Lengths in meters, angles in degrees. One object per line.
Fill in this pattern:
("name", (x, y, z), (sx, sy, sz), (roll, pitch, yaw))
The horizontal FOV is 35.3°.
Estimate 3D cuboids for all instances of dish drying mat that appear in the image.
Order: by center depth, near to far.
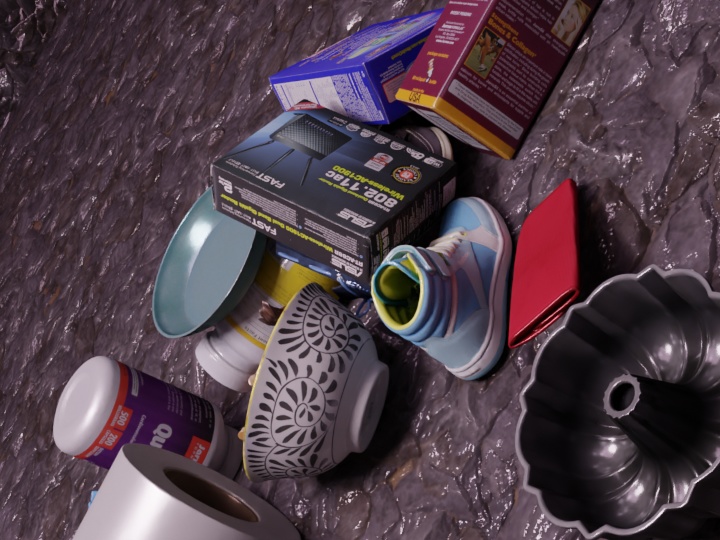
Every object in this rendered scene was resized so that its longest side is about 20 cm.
("dish drying mat", (0.158, -0.009, 0.955), (0.077, 0.018, 0.200), (-44, 15, 27))

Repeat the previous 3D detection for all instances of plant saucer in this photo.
("plant saucer", (-0.160, -0.012, 1.254), (0.200, 0.036, 0.200), (-33, 42, 36))

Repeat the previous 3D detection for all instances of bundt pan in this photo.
("bundt pan", (0.207, 0.102, 0.800), (0.202, 0.076, 0.202), (-35, 39, 35))

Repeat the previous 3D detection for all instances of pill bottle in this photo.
("pill bottle", (-0.232, 0.180, 1.264), (0.112, 0.200, 0.113), (-36, 39, 36))
("pill bottle", (-0.097, 0.036, 1.268), (0.200, 0.112, 0.112), (-52, 32, 15))

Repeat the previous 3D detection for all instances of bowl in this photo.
("bowl", (-0.030, 0.121, 1.087), (0.094, 0.201, 0.201), (16, 75, 14))

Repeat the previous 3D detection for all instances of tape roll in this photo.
("tape roll", (-0.177, 0.277, 1.105), (0.139, 0.202, 0.203), (-61, 31, -1))

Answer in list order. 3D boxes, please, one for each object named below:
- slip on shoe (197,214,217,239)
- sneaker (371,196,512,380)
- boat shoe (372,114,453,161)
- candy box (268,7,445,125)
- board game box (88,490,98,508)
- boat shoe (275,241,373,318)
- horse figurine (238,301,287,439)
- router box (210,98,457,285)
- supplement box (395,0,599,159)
("slip on shoe", (-0.121, -0.086, 1.399), (0.200, 0.076, 0.061), (-44, -21, -32))
("sneaker", (0.071, -0.010, 1.040), (0.079, 0.130, 0.200), (-36, 38, 37))
("boat shoe", (0.042, -0.130, 1.224), (0.200, 0.065, 0.072), (-129, 41, -60))
("candy box", (0.022, -0.224, 1.261), (0.169, 0.077, 0.200), (-33, 22, -27))
("board game box", (-0.298, 0.288, 1.376), (0.200, 0.026, 0.200), (-113, 37, -53))
("boat shoe", (0.000, 0.000, 1.150), (0.200, 0.084, 0.069), (33, 110, 30))
("horse figurine", (-0.086, 0.112, 1.172), (0.133, 0.050, 0.200), (-57, -18, -61))
("router box", (-0.027, -0.083, 1.122), (0.200, 0.062, 0.150), (25, 48, 26))
("supplement box", (0.140, -0.228, 1.133), (0.200, 0.110, 0.086), (-61, 30, 0))
